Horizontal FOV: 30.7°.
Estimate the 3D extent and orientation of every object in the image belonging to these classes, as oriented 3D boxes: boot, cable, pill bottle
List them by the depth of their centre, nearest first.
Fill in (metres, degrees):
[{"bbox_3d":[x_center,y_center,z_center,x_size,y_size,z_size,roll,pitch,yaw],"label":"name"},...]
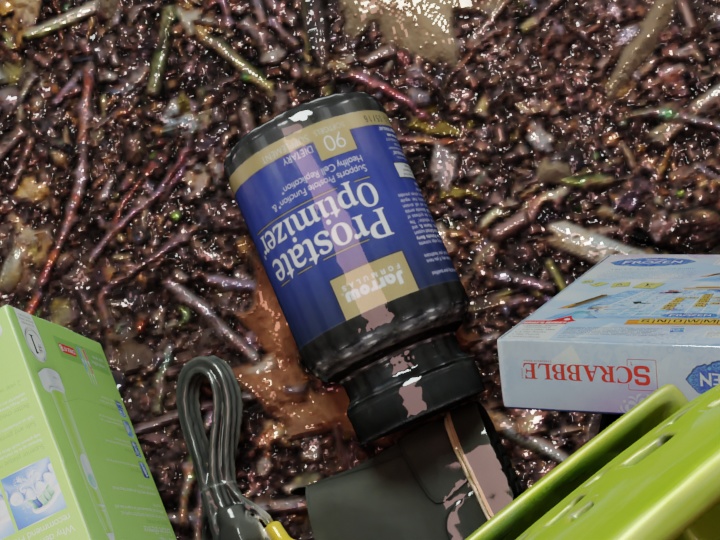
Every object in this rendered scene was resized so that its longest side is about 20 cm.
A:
[{"bbox_3d":[0.050,0.200,0.820,0.138,0.077,0.201,-24,68,10],"label":"boot"},{"bbox_3d":[0.000,0.000,0.823,0.112,0.112,0.201,-25,80,5],"label":"pill bottle"},{"bbox_3d":[-0.081,0.158,0.863,0.097,0.050,0.201,-37,63,33],"label":"cable"}]

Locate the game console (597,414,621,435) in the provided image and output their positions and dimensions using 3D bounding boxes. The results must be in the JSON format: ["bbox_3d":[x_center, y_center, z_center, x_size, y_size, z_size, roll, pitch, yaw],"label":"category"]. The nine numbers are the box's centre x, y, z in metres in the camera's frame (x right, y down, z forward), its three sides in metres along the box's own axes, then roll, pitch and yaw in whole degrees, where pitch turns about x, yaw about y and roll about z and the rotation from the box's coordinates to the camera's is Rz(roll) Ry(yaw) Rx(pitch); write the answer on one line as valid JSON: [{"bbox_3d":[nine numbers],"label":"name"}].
[{"bbox_3d":[0.236,0.140,0.763,0.176,0.116,0.200,34,47,-13],"label":"game console"}]

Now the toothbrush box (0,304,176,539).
[{"bbox_3d":[-0.189,0.138,0.809,0.086,0.146,0.201,-27,75,5],"label":"toothbrush box"}]

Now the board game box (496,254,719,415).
[{"bbox_3d":[0.203,0.031,0.717,0.199,0.199,0.041,1,104,29],"label":"board game box"}]

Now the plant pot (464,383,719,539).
[{"bbox_3d":[0.143,0.164,0.554,0.200,0.181,0.199,-36,95,-13],"label":"plant pot"}]
